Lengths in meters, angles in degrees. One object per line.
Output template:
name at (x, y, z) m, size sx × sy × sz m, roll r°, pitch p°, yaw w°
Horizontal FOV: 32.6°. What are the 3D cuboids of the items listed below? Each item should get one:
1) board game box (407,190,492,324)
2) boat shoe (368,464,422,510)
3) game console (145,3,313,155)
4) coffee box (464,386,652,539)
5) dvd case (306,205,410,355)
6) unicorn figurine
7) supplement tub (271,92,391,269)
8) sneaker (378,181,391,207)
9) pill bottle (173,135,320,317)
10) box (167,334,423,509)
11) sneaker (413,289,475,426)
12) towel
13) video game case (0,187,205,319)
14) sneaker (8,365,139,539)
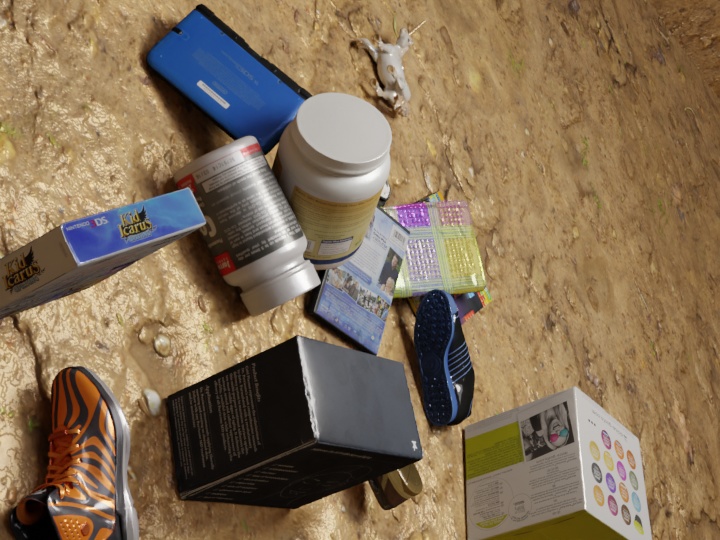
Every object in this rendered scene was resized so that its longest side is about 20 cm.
board game box at (0.116, -0.011, 1.925) m, size 0.201 × 0.057 × 0.165 m, roll 64°, pitch 29°, yaw -3°
boat shoe at (0.008, 0.215, 1.587) m, size 0.073 × 0.065 × 0.200 m, roll 30°, pitch 26°, yaw -54°
game console at (-0.164, -0.243, 1.626) m, size 0.200 × 0.118 × 0.171 m, roll 40°, pitch 64°, yaw 1°
coffee box at (0.289, 0.324, 1.815) m, size 0.200 × 0.200 × 0.198 m, roll 37°, pitch 41°, yaw -39°
dvd case at (0.000, 0.000, 1.713) m, size 0.143 × 0.018 × 0.201 m, roll 37°, pitch 60°, yaw -40°
unicorn figurine at (0.052, -0.346, 2.060) m, size 0.137 × 0.074 × 0.201 m, roll 23°, pitch 64°, yaw -61°
supplement tub at (-0.044, -0.113, 1.572) m, size 0.144 × 0.200 × 0.145 m, roll 9°, pitch 49°, yaw -11°
sneaker at (-0.001, -0.122, 1.801) m, size 0.115 × 0.076 × 0.201 m, roll 50°, pitch 31°, yaw -21°
pill bottle at (-0.136, -0.052, 1.504) m, size 0.201 × 0.114 × 0.114 m, roll 64°, pitch 30°, yaw -3°
box at (-0.072, 0.175, 1.362) m, size 0.200 × 0.196 × 0.124 m, roll 20°, pitch 53°, yaw -51°
sneaker at (0.128, 0.127, 1.813) m, size 0.078 × 0.070 × 0.201 m, roll 0°, pitch 88°, yaw -56°
towel at (0.102, -0.030, 1.839) m, size 0.199 × 0.023 × 0.144 m, roll -6°, pitch 80°, yaw -35°
video game case at (-0.276, -0.011, 1.190) m, size 0.200 × 0.181 × 0.046 m, roll -25°, pitch 89°, yaw -60°
sneaker at (-0.275, 0.187, 1.155) m, size 0.112 × 0.077 × 0.201 m, roll 3°, pitch 66°, yaw -58°
